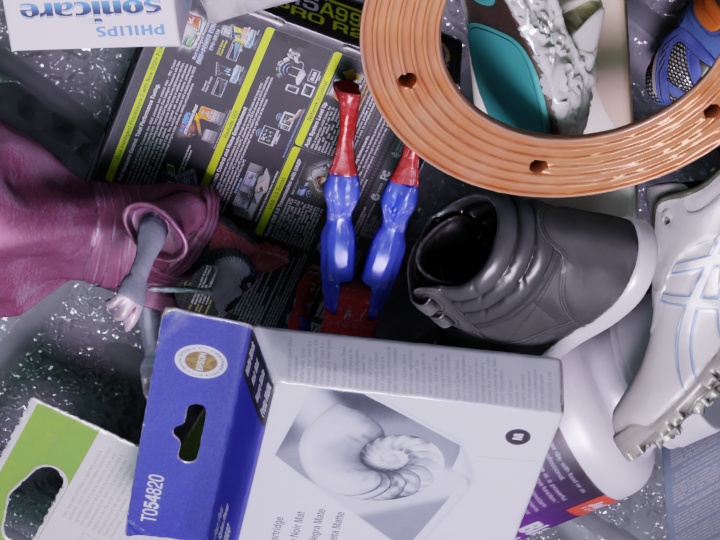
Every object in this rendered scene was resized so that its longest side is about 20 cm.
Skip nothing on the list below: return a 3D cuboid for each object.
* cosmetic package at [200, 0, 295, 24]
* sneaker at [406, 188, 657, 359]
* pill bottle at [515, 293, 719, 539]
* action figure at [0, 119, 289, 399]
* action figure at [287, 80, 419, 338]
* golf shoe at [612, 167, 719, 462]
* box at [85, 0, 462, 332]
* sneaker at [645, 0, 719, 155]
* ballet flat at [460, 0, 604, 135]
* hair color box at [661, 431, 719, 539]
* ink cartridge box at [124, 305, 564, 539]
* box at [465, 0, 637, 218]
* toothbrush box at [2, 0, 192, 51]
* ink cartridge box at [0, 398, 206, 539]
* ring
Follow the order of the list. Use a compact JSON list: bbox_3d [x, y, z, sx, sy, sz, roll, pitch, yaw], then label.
[{"bbox_3d":[-0.034,-0.210,1.170,0.090,0.200,0.107,-14,121,14],"label":"cosmetic package"},{"bbox_3d":[0.052,0.022,1.308,0.099,0.071,0.200,20,138,-25],"label":"sneaker"},{"bbox_3d":[0.092,0.085,1.423,0.200,0.112,0.112,-24,120,21],"label":"pill bottle"},{"bbox_3d":[-0.135,-0.020,1.342,0.199,0.149,0.134,2,158,-14],"label":"action figure"},{"bbox_3d":[0.000,0.000,1.354,0.065,0.099,0.201,10,104,0],"label":"action figure"},{"bbox_3d":[0.173,0.001,1.306,0.097,0.078,0.200,39,109,11],"label":"golf shoe"},{"bbox_3d":[-0.055,-0.058,1.375,0.160,0.044,0.200,19,125,-8],"label":"box"},{"bbox_3d":[0.227,-0.068,1.336,0.200,0.075,0.078,43,127,-14],"label":"sneaker"},{"bbox_3d":[0.078,-0.129,1.191,0.072,0.072,0.200,-13,126,14],"label":"ballet flat"},{"bbox_3d":[0.215,0.147,1.401,0.061,0.200,0.099,-31,118,24],"label":"hair color box"},{"bbox_3d":[-0.014,0.105,1.323,0.199,0.041,0.200,7,140,-5],"label":"ink cartridge box"},{"bbox_3d":[0.093,-0.120,1.288,0.078,0.095,0.200,-3,127,7],"label":"box"},{"bbox_3d":[-0.125,-0.223,1.201,0.086,0.146,0.200,0,125,6],"label":"toothbrush box"},{"bbox_3d":[-0.116,0.139,1.493,0.200,0.076,0.148,25,124,-11],"label":"ink cartridge box"},{"bbox_3d":[0.098,-0.112,1.134,0.200,0.019,0.201,-4,132,-5],"label":"ring"}]
